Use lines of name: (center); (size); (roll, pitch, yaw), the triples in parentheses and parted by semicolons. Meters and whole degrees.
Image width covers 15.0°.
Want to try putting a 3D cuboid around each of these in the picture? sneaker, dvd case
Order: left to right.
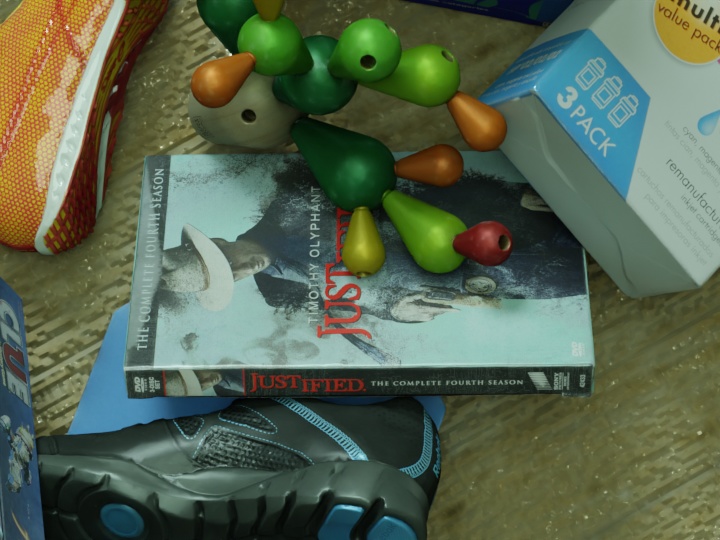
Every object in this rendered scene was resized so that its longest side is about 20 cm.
sneaker: (-0.135, -0.108, 1.238); (0.077, 0.073, 0.200); (17, 79, 14)
sneaker: (-0.060, 0.092, 1.175); (0.200, 0.073, 0.082); (2, 41, 16)
dvd case: (0.000, 0.000, 1.199); (0.200, 0.022, 0.146); (-1, 42, 2)

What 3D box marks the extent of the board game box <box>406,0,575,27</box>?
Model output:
board game box: (0.026, -0.160, 1.176); (0.152, 0.200, 0.045); (11, 81, 3)

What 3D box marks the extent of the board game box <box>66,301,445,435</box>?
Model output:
board game box: (-0.056, 0.101, 1.219); (0.158, 0.039, 0.200); (18, 79, 10)

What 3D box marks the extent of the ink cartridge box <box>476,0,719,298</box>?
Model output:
ink cartridge box: (0.159, -0.097, 1.194); (0.115, 0.068, 0.200); (48, 69, -11)

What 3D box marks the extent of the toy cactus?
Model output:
toy cactus: (-0.030, -0.071, 1.175); (0.200, 0.165, 0.102); (44, 68, -17)

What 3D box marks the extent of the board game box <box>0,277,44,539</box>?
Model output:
board game box: (-0.201, 0.103, 1.151); (0.135, 0.035, 0.200); (-25, 46, 15)
